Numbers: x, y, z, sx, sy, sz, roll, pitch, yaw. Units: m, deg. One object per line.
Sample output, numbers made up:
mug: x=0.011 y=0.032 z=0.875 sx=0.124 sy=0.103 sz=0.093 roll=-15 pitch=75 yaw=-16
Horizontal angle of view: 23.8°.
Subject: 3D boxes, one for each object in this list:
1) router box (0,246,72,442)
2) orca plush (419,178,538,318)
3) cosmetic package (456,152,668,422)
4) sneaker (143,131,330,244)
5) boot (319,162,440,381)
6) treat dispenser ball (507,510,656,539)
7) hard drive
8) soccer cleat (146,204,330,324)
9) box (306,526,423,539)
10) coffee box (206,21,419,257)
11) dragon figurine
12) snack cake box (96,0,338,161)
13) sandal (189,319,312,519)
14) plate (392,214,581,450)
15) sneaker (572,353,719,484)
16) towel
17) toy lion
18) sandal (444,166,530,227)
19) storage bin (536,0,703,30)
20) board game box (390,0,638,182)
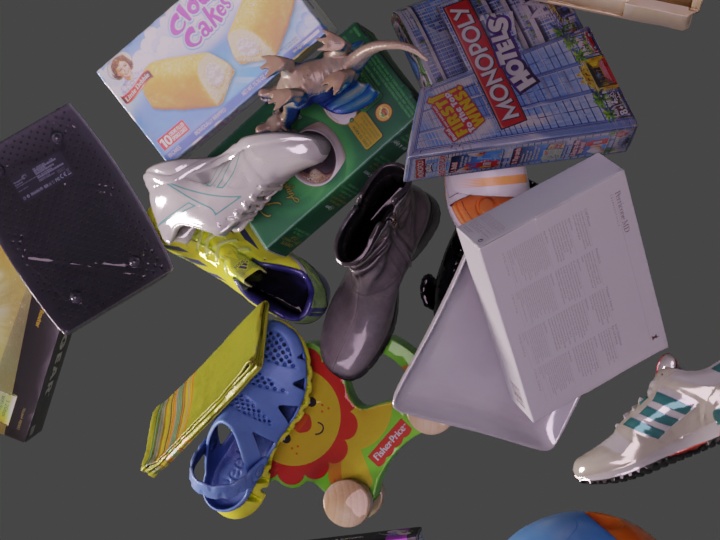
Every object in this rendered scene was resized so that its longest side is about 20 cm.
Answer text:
router box: x=-0.368 y=0.049 z=1.702 sx=0.157 sy=0.052 sz=0.201 roll=20 pitch=101 yaw=6
orca plush: x=0.115 y=0.006 z=1.600 sx=0.105 sy=0.071 sz=0.201 roll=28 pitch=102 yaw=5
cosmetic package: x=0.184 y=0.017 z=1.531 sx=0.150 sy=0.052 sz=0.201 roll=-26 pitch=123 yaw=-10
sneaker: x=-0.109 y=-0.076 z=1.570 sx=0.199 sy=0.070 sz=0.081 roll=-16 pitch=78 yaw=31
boot: x=0.000 y=0.000 z=1.571 sx=0.070 sy=0.132 sz=0.201 roll=21 pitch=88 yaw=18
treat dispenser ball: x=0.204 y=0.321 z=1.565 sx=0.200 sy=0.201 sz=0.202 roll=1 pitch=99 yaw=10
hard drive: x=-0.279 y=-0.047 z=1.640 sx=0.135 sy=0.042 sz=0.200 roll=-32 pitch=76 yaw=-10
soccer cleat: x=-0.119 y=-0.013 z=1.632 sx=0.199 sy=0.084 sz=0.065 roll=29 pitch=102 yaw=5
box: x=-0.027 y=0.336 z=1.694 sx=0.199 sy=0.036 sz=0.144 roll=-8 pitch=96 yaw=10
coffee box: x=-0.038 y=-0.122 z=1.603 sx=0.200 sy=0.044 sz=0.123 roll=-42 pitch=66 yaw=12
dragon figurine: x=-0.023 y=-0.173 z=1.526 sx=0.199 sy=0.099 sz=0.059 roll=-20 pitch=81 yaw=22
snack cake box: x=-0.135 y=-0.207 z=1.615 sx=0.200 sy=0.067 sz=0.115 roll=-39 pitch=91 yaw=13
sandal: x=-0.106 y=0.143 z=1.613 sx=0.079 sy=0.087 sz=0.201 roll=19 pitch=95 yaw=23
plate: x=0.141 y=0.057 z=1.579 sx=0.199 sy=0.032 sz=0.200 roll=18 pitch=104 yaw=-33
sneaker: x=0.283 y=0.132 z=1.600 sx=0.199 sy=0.070 sz=0.094 roll=-25 pitch=76 yaw=15
towel: x=-0.149 y=0.112 z=1.624 sx=0.018 sy=0.086 sz=0.200 roll=27 pitch=130 yaw=-23
toy lion: x=-0.026 y=0.135 z=1.655 sx=0.192 sy=0.069 sz=0.200 roll=44 pitch=103 yaw=9
sandal: x=0.106 y=-0.124 z=1.564 sx=0.079 sy=0.059 sz=0.208 roll=-10 pitch=80 yaw=10
storage bin: x=0.217 y=-0.331 z=1.489 sx=0.199 sy=0.094 sz=0.200 roll=13 pitch=79 yaw=7
board game box: x=0.111 y=-0.167 z=1.515 sx=0.199 sy=0.062 sz=0.201 roll=-21 pitch=73 yaw=-9
